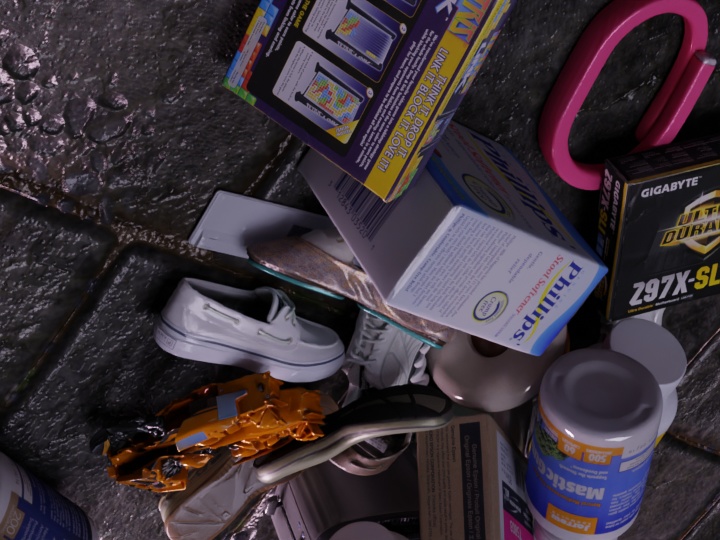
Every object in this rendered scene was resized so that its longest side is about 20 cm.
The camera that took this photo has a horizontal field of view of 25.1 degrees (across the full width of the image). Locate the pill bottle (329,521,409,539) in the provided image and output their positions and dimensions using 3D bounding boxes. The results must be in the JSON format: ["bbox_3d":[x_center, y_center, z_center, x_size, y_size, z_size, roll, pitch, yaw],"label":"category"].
[{"bbox_3d":[0.021,0.316,1.500,0.110,0.111,0.201,-28,138,-8],"label":"pill bottle"}]

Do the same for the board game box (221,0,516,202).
[{"bbox_3d":[0.010,-0.181,1.198,0.201,0.165,0.057,-60,168,26],"label":"board game box"}]

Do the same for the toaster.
[{"bbox_3d":[0.005,0.243,1.604,0.198,0.130,0.115,-3,130,-30],"label":"toaster"}]

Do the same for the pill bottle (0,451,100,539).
[{"bbox_3d":[-0.299,0.239,1.417,0.111,0.111,0.200,-38,138,3],"label":"pill bottle"}]

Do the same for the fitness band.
[{"bbox_3d":[0.241,-0.162,1.460,0.142,0.038,0.201,5,123,-36],"label":"fitness band"}]

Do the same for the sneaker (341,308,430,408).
[{"bbox_3d":[0.024,0.062,1.475,0.081,0.075,0.202,-30,139,-35],"label":"sneaker"}]

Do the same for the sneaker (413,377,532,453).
[{"bbox_3d":[0.111,0.155,1.655,0.117,0.075,0.200,5,167,15],"label":"sneaker"}]

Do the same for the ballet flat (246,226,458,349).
[{"bbox_3d":[0.000,0.000,1.389,0.198,0.068,0.068,24,94,-15],"label":"ballet flat"}]

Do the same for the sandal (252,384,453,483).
[{"bbox_3d":[-0.002,0.154,1.449,0.199,0.080,0.058,-22,103,23],"label":"sandal"}]

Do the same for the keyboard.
[{"bbox_3d":[-0.057,-0.028,1.410,0.198,0.011,0.057,13,114,-40],"label":"keyboard"}]

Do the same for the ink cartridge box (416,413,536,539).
[{"bbox_3d":[0.115,0.242,1.517,0.074,0.167,0.200,-9,157,16],"label":"ink cartridge box"}]

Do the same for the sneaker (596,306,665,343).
[{"bbox_3d":[0.266,0.043,1.643,0.088,0.075,0.202,7,113,-33],"label":"sneaker"}]

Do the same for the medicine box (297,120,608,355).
[{"bbox_3d":[0.076,-0.043,1.351,0.199,0.183,0.103,19,117,-42],"label":"medicine box"}]

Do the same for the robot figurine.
[{"bbox_3d":[-0.139,0.145,1.426,0.198,0.059,0.145,-23,157,21],"label":"robot figurine"}]

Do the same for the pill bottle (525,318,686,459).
[{"bbox_3d":[0.244,0.142,1.595,0.111,0.113,0.201,-8,143,-27],"label":"pill bottle"}]

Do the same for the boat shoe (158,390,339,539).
[{"bbox_3d":[-0.110,0.176,1.529,0.199,0.063,0.074,-37,122,-3],"label":"boat shoe"}]

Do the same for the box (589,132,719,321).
[{"bbox_3d":[0.318,-0.047,1.540,0.198,0.049,0.161,-13,130,-19],"label":"box"}]

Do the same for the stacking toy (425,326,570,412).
[{"bbox_3d":[0.160,0.074,1.572,0.146,0.146,0.200,-46,152,12],"label":"stacking toy"}]

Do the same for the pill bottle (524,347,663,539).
[{"bbox_3d":[0.209,0.178,1.486,0.111,0.112,0.202,-16,135,-20],"label":"pill bottle"}]

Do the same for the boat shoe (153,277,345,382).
[{"bbox_3d":[-0.084,0.049,1.411,0.199,0.074,0.067,7,117,-43],"label":"boat shoe"}]
